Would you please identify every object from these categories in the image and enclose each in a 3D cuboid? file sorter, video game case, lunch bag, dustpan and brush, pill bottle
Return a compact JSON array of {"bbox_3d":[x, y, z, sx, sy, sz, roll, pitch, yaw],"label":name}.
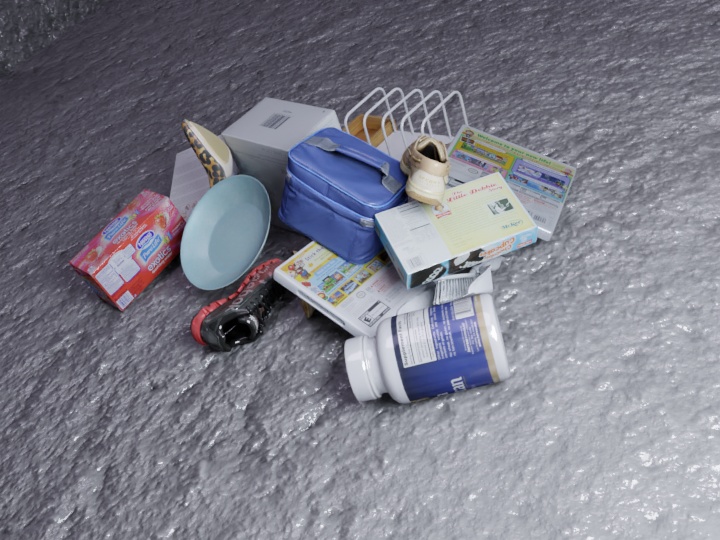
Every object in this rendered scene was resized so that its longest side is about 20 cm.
[{"bbox_3d":[0.087,-0.256,1.510,0.198,0.126,0.139,14,47,40],"label":"file sorter"},{"bbox_3d":[0.218,-0.139,1.248,0.197,0.022,0.183,23,45,10],"label":"video game case"},{"bbox_3d":[-0.016,-0.117,1.213,0.198,0.134,0.136,29,44,17],"label":"lunch bag"},{"bbox_3d":[0.152,0.014,1.156,0.198,0.058,0.139,-8,-10,-45],"label":"dustpan and brush"},{"bbox_3d":[0.084,0.106,1.042,0.197,0.112,0.112,-14,35,10],"label":"pill bottle"},{"bbox_3d":[0.001,0.005,1.204,0.181,0.023,0.200,33,46,19],"label":"video game case"}]

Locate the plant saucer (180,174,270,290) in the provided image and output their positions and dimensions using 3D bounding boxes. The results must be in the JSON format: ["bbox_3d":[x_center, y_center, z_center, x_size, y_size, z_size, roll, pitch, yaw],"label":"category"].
[{"bbox_3d":[-0.215,-0.058,1.354,0.198,0.039,0.204,-15,61,30],"label":"plant saucer"}]

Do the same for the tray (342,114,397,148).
[{"bbox_3d":[-0.023,-0.240,1.625,0.098,0.037,0.200,16,49,42],"label":"tray"}]

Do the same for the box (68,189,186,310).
[{"bbox_3d":[-0.413,-0.040,1.487,0.095,0.100,0.201,19,60,43],"label":"box"}]

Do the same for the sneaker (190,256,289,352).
[{"bbox_3d":[-0.167,0.057,1.275,0.200,0.071,0.097,-39,38,-20],"label":"sneaker"}]

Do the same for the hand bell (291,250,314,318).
[{"bbox_3d":[0.000,0.000,1.271,0.196,0.106,0.105,-13,33,-10],"label":"hand bell"}]

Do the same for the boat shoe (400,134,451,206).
[{"bbox_3d":[0.098,-0.154,1.143,0.070,0.065,0.201,14,24,-7],"label":"boat shoe"}]

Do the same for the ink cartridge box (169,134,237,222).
[{"bbox_3d":[-0.306,-0.152,1.588,0.160,0.050,0.204,-13,67,39],"label":"ink cartridge box"}]

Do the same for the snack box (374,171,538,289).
[{"bbox_3d":[0.130,-0.058,1.127,0.197,0.037,0.117,-19,53,-11],"label":"snack box"}]

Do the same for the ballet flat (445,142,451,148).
[{"bbox_3d":[0.192,-0.181,1.352,0.197,0.067,0.069,16,71,18],"label":"ballet flat"}]

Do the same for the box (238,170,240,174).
[{"bbox_3d":[-0.256,-0.151,1.616,0.081,0.050,0.200,-28,35,-8],"label":"box"}]

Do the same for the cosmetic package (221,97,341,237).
[{"bbox_3d":[-0.113,-0.177,1.443,0.198,0.202,0.123,21,55,44],"label":"cosmetic package"}]

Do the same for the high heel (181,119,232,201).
[{"bbox_3d":[-0.275,-0.154,1.437,0.142,0.200,0.072,-36,13,26],"label":"high heel"}]
